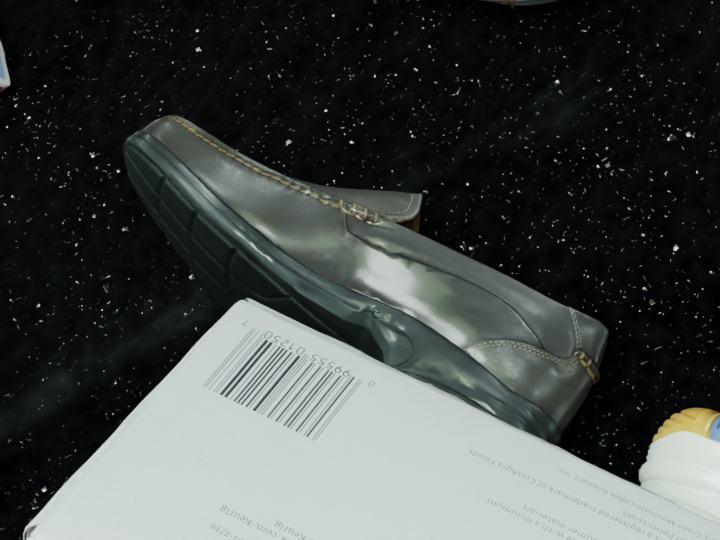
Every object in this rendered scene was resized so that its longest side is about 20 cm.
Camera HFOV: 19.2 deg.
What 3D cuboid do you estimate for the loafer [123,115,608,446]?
[{"bbox_3d":[0.000,0.000,0.799,0.200,0.073,0.072,38,71,9],"label":"loafer"}]

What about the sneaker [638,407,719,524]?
[{"bbox_3d":[0.183,0.121,0.730,0.200,0.075,0.088,22,86,22],"label":"sneaker"}]

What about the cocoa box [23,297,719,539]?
[{"bbox_3d":[0.006,0.129,0.691,0.200,0.131,0.133,24,44,16],"label":"cocoa box"}]

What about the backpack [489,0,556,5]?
[{"bbox_3d":[0.020,-0.185,0.826,0.200,0.127,0.167,21,92,16],"label":"backpack"}]

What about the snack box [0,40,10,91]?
[{"bbox_3d":[-0.195,-0.165,0.880,0.024,0.072,0.200,-28,66,27],"label":"snack box"}]
